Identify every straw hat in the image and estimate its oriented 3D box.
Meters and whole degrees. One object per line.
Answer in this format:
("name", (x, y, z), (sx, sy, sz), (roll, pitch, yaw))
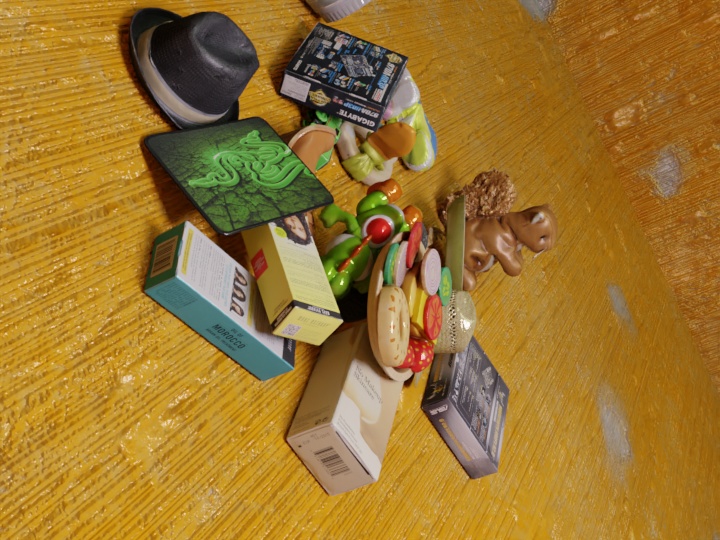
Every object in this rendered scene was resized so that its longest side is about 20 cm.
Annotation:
("straw hat", (0.126, 0.074, 1.450), (0.201, 0.085, 0.202), (3, 90, -85))

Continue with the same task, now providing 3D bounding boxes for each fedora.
("fedora", (-0.189, -0.257, 1.221), (0.201, 0.091, 0.201), (41, 37, -41))

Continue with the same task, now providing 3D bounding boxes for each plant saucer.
("plant saucer", (0.156, -0.028, 1.658), (0.200, 0.031, 0.201), (1, 90, -85))

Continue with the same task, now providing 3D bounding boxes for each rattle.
("rattle", (0.051, -0.222, 1.595), (0.130, 0.143, 0.200), (51, 31, 11))

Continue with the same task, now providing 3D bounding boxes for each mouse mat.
("mouse mat", (-0.139, -0.117, 1.172), (0.161, 0.008, 0.200), (49, 38, 17))

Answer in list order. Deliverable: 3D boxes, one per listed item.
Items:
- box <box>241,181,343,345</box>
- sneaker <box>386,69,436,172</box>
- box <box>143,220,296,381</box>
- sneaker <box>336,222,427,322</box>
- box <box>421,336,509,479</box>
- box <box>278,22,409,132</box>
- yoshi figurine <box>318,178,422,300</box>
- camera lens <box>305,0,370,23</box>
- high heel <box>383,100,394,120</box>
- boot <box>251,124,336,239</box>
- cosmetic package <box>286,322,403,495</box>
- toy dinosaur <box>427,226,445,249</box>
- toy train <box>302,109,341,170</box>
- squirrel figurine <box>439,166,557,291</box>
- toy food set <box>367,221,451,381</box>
("box", (-0.087, -0.011, 1.151), (0.075, 0.050, 0.200), (17, 39, -41))
("sneaker", (0.086, -0.269, 1.777), (0.105, 0.076, 0.200), (0, 76, -74))
("box", (-0.150, 0.038, 1.110), (0.200, 0.049, 0.082), (44, 34, -37))
("sneaker", (0.000, 0.000, 1.403), (0.199, 0.114, 0.076), (-50, 122, -30))
("box", (0.171, 0.202, 1.568), (0.159, 0.048, 0.200), (56, 29, -22))
("box", (-0.022, -0.300, 1.514), (0.159, 0.046, 0.200), (21, 36, 0))
("yoshi figurine", (-0.008, -0.029, 1.303), (0.200, 0.112, 0.112), (-48, 147, -40))
("camera lens", (-0.052, -0.528, 1.612), (0.200, 0.160, 0.160), (54, 29, -23))
("high heel", (-0.008, -0.325, 1.639), (0.096, 0.067, 0.200), (24, 37, -34))
("boot", (-0.083, -0.108, 1.326), (0.200, 0.074, 0.155), (-24, 98, -52))
("cosmetic package", (-0.013, 0.168, 1.233), (0.105, 0.071, 0.200), (54, 29, -23))
("toy dinosaur", (0.093, -0.045, 1.611), (0.200, 0.058, 0.101), (63, 28, -7))
("toy train", (-0.055, -0.218, 1.488), (0.056, 0.042, 0.200), (42, 34, -20))
("squirrel figurine", (0.253, -0.087, 1.793), (0.141, 0.186, 0.200), (-23, 90, -63))
("toy food set", (0.062, 0.042, 1.268), (0.200, 0.049, 0.198), (48, 49, -57))
